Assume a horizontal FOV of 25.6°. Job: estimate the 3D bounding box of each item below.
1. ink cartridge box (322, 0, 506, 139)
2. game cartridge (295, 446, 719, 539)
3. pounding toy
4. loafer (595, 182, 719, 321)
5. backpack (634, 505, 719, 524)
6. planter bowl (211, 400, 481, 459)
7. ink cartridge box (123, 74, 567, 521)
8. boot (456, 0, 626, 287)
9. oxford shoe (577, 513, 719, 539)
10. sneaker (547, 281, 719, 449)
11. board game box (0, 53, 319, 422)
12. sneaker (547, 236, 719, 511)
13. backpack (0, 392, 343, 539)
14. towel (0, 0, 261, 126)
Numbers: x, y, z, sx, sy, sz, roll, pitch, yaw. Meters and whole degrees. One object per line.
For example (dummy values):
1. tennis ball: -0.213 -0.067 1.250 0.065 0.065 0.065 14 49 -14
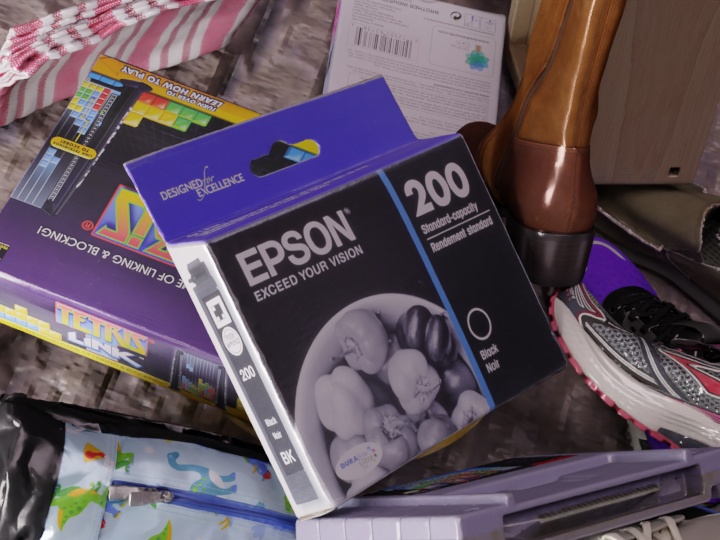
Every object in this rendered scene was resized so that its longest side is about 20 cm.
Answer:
1. ink cartridge box: 0.032 -0.101 1.074 0.119 0.042 0.200 12 56 -7
2. game cartridge: 0.080 0.118 0.811 0.200 0.129 0.039 -7 91 -40
3. pounding toy: 0.187 -0.190 1.049 0.142 0.184 0.200 0 41 -10
4. loafer: 0.218 -0.034 1.062 0.200 0.070 0.075 33 59 7
5. backpack: 0.166 0.236 0.846 0.183 0.147 0.200 23 57 8
6. planter bowl: -0.012 0.044 0.949 0.200 0.084 0.201 4 57 -6
7. ink cartridge box: 0.000 0.000 0.836 0.198 0.043 0.200 -26 88 -42
8. boot: 0.100 -0.118 0.936 0.068 0.200 0.188 2 25 -7
9. oxford shoe: 0.139 0.153 0.783 0.199 0.058 0.075 -9 42 -11
10. sneaker: 0.192 0.067 0.896 0.200 0.081 0.075 36 96 18
11. board game box: -0.092 -0.018 0.894 0.200 0.057 0.166 20 55 5
12. sneaker: 0.191 0.049 0.988 0.069 0.100 0.200 -16 66 -24
13. backpack: -0.100 0.144 0.844 0.199 0.163 0.154 1 69 -21
14. towel: -0.143 -0.143 0.998 0.200 0.146 0.030 -24 87 -24
